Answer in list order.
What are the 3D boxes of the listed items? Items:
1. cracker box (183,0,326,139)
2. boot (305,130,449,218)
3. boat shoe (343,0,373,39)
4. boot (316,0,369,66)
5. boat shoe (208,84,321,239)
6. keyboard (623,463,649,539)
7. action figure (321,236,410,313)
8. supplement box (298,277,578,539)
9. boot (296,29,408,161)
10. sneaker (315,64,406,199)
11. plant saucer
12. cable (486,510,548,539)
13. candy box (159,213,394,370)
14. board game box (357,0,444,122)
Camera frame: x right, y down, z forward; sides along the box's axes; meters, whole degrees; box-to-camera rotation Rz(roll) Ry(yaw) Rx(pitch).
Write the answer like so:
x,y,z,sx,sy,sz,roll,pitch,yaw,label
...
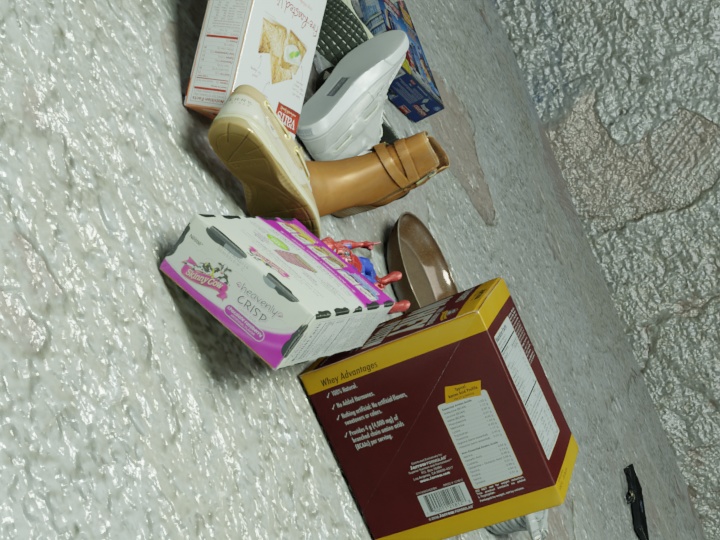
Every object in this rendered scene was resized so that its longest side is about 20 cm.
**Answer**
x,y,z,sx,sy,sz,roll,pitch,yaw,label
-0.099,-0.241,1.068,0.134,0.058,0.201,18,85,-64,cracker box
0.009,-0.116,1.200,0.200,0.154,0.074,-5,73,-69,boot
-0.040,-0.359,1.495,0.200,0.072,0.068,63,-17,6,boat shoe
-0.050,-0.355,1.381,0.200,0.068,0.131,46,24,-6,boot
-0.081,-0.100,1.027,0.200,0.074,0.069,64,33,-52,boat shoe
0.582,0.485,2.235,0.200,0.021,0.127,-75,144,-61,keyboard
0.000,0.000,1.220,0.200,0.052,0.066,27,48,-58,action figure
0.082,0.143,1.050,0.200,0.197,0.133,66,21,-5,supplement box
0.002,-0.204,1.306,0.200,0.073,0.096,-48,131,-21,boot
0.020,-0.199,1.433,0.201,0.076,0.115,60,23,-13,sneaker
0.084,0.019,1.427,0.201,0.037,0.201,53,24,-36,plant saucer
0.185,0.249,1.396,0.200,0.069,0.200,64,19,-6,cable
-0.066,0.014,0.929,0.136,0.061,0.200,40,13,16,candy box
0.050,-0.372,1.719,0.200,0.062,0.200,30,40,-59,board game box
